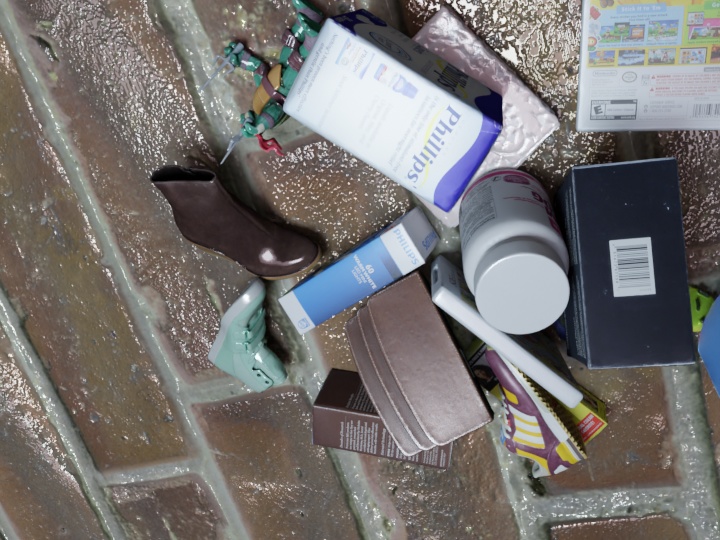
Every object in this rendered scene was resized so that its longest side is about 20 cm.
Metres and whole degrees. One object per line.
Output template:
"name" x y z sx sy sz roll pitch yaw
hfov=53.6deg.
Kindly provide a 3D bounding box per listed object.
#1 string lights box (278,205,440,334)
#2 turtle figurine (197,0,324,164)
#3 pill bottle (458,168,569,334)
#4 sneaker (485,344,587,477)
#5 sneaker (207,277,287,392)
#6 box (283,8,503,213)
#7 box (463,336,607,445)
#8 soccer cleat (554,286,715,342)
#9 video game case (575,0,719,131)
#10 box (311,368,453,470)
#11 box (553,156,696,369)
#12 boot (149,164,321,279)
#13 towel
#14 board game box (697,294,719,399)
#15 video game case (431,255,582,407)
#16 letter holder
"string lights box" 0.000 0.000 0.928 0.199 0.103 0.059 -32 96 23
"turtle figurine" -0.113 -0.227 0.868 0.200 0.100 0.150 -48 54 25
"pill bottle" 0.169 -0.025 0.796 0.112 0.201 0.115 2 121 4
"sneaker" 0.204 0.184 0.916 0.090 0.075 0.201 -35 99 19
"sneaker" -0.139 0.097 1.007 0.118 0.074 0.201 34 138 3
"box" 0.044 -0.178 0.761 0.199 0.184 0.105 32 115 -3
"box" 0.233 0.159 0.966 0.199 0.050 0.075 38 116 -4
"soccer cleat" 0.344 0.059 0.899 0.197 0.065 0.084 -5 150 7
"video game case" 0.342 -0.246 0.780 0.197 0.023 0.184 2 113 15
"box" 0.037 0.208 1.011 0.197 0.100 0.076 10 115 11
"box" 0.277 -0.003 0.773 0.103 0.182 0.203 -4 87 9
"boot" -0.159 -0.062 0.922 0.197 0.073 0.167 9 151 18
"towel" 0.106 -0.181 0.864 0.200 0.032 0.191 43 115 -7
"board game box" 0.471 0.105 0.860 0.157 0.039 0.202 -30 97 -16
"video game case" 0.169 0.065 0.862 0.199 0.182 0.023 38 103 -3
"letter holder" 0.063 0.126 0.910 0.141 0.101 0.202 -27 79 7
